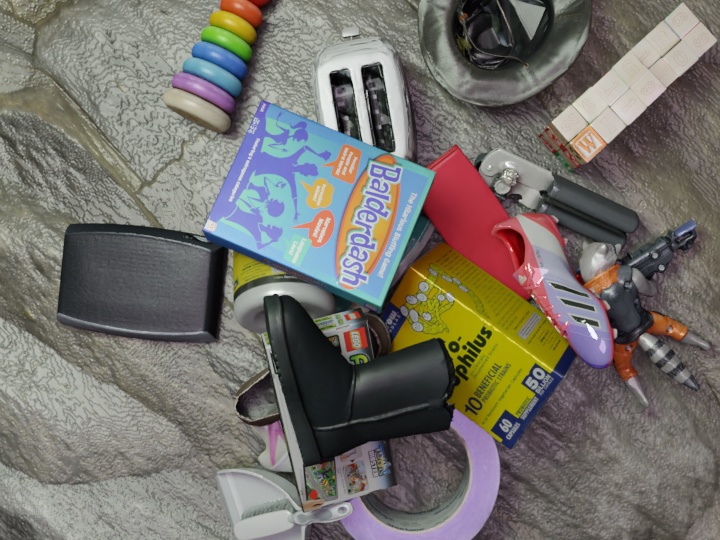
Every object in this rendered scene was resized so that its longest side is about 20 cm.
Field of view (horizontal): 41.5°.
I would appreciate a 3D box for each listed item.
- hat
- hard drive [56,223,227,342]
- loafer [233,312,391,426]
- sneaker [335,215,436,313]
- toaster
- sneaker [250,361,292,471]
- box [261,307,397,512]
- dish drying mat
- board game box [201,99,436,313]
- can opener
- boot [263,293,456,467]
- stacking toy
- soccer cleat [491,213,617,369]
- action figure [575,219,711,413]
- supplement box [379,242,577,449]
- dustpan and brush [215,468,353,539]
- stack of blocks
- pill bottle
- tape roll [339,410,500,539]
[{"bbox_3d":[0.166,-0.279,1.089,0.198,0.081,0.204,0,90,12],"label":"hat"},{"bbox_3d":[-0.264,0.015,1.135,0.197,0.042,0.137,7,91,4],"label":"hard drive"},{"bbox_3d":[-0.054,0.116,1.024,0.199,0.071,0.073,-34,86,11],"label":"loafer"},{"bbox_3d":[0.000,0.000,1.104,0.080,0.071,0.200,44,93,0],"label":"sneaker"},{"bbox_3d":[0.005,-0.168,1.074,0.112,0.129,0.203,-8,90,4],"label":"toaster"},{"bbox_3d":[-0.096,0.145,1.106,0.087,0.081,0.203,-10,84,8],"label":"sneaker"},{"bbox_3d":[-0.030,0.149,0.994,0.109,0.035,0.202,-14,112,-9],"label":"box"},{"bbox_3d":[0.138,-0.044,1.094,0.076,0.018,0.201,-36,106,5],"label":"dish drying mat"},{"bbox_3d":[-0.041,-0.066,0.976,0.198,0.045,0.154,22,79,3],"label":"board game box"},{"bbox_3d":[0.226,-0.090,1.094,0.198,0.067,0.053,26,129,-3],"label":"can opener"},{"bbox_3d":[0.003,0.090,0.918,0.166,0.077,0.202,-16,120,-5],"label":"boot"},{"bbox_3d":[-0.155,-0.269,1.111,0.085,0.085,0.202,23,88,3],"label":"stacking toy"},{"bbox_3d":[0.208,0.023,1.028,0.075,0.067,0.202,-8,58,-18],"label":"soccer cleat"},{"bbox_3d":[0.322,0.036,1.067,0.200,0.105,0.194,-40,100,9],"label":"action figure"},{"bbox_3d":[0.127,0.079,1.048,0.199,0.109,0.110,36,116,12],"label":"supplement box"},{"bbox_3d":[-0.083,0.282,1.081,0.198,0.057,0.141,-20,88,25],"label":"dustpan and brush"},{"bbox_3d":[0.298,-0.203,1.062,0.200,0.115,0.059,-42,88,2],"label":"stack of blocks"},{"bbox_3d":[-0.088,-0.038,1.064,0.111,0.113,0.202,-6,64,4],"label":"pill bottle"},{"bbox_3d":[0.060,0.224,1.094,0.197,0.085,0.203,0,91,4],"label":"tape roll"}]
